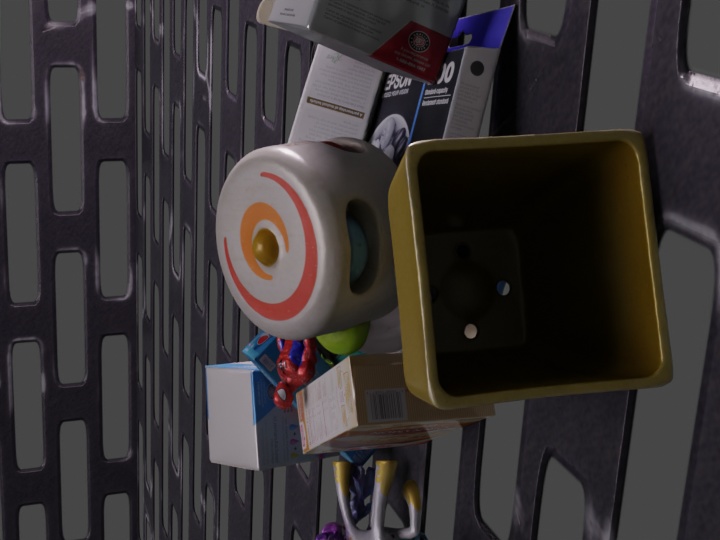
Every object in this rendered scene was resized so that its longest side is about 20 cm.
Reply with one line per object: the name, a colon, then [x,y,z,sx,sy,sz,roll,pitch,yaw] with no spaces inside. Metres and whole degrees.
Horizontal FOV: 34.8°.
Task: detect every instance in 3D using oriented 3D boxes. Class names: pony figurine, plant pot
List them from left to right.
pony figurine: [0.005,0.329,1.365,0.192,0.164,0.204,-14,72,55]
plant pot: [0.116,0.007,0.946,0.200,0.192,0.198,150,115,-77]

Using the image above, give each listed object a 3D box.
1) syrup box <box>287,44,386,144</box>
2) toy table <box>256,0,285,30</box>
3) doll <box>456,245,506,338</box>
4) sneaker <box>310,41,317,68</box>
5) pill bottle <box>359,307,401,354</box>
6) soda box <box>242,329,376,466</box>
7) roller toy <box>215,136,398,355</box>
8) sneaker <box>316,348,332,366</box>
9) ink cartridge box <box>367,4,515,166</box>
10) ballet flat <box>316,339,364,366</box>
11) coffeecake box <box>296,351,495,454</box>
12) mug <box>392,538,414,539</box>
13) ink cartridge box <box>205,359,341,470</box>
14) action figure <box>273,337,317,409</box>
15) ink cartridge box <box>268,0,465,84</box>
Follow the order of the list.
syrup box: [-0.034,-0.137,1.248,0.079,0.080,0.203,70,-143,-83]
toy table: [-0.016,-0.312,1.285,0.200,0.181,0.119,-58,-18,-82]
doll: [0.115,-0.017,1.125,0.136,0.048,0.204,-173,81,-70]
sneaker: [-0.004,-0.202,1.395,0.088,0.073,0.203,153,102,-68]
pill bottle: [0.000,0.000,1.353,0.201,0.109,0.113,-123,35,-53]
soda box: [-0.054,0.152,1.429,0.200,0.064,0.068,49,168,-18]
roller toy: [-0.048,-0.033,1.096,0.201,0.138,0.183,55,132,22]
sneaker: [-0.048,0.031,1.528,0.072,0.081,0.202,116,145,-52]
ink cartridge box: [0.068,-0.165,1.151,0.198,0.043,0.203,11,84,68]
ballet flat: [-0.019,0.081,1.413,0.200,0.064,0.075,47,138,-11]
coffeecake box: [0.031,0.142,1.228,0.200,0.151,0.074,138,127,-65]
mug: [0.092,0.344,1.151,0.152,0.112,0.188,121,141,-58]
ink cartridge box: [-0.090,0.183,1.537,0.124,0.198,0.131,-4,90,52]
action figure: [-0.069,0.054,1.279,0.065,0.051,0.203,-12,65,49]
ink cartridge box: [0.023,-0.307,1.114,0.203,0.143,0.145,-68,23,7]
